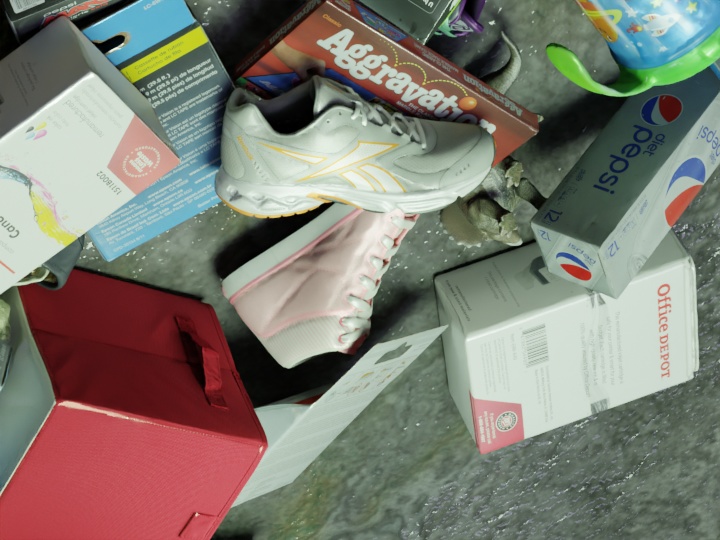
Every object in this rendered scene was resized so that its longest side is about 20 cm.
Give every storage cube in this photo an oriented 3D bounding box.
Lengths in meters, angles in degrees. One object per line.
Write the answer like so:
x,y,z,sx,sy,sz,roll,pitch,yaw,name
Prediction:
-0.205,0.123,1.770,0.179,0.171,0.200,16,122,-34,storage cube

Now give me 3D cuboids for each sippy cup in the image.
0.201,-0.224,1.696,0.139,0.178,0.130,-23,131,37,sippy cup

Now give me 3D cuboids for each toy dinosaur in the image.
0.092,-0.084,1.792,0.077,0.102,0.200,-34,127,-31,toy dinosaur

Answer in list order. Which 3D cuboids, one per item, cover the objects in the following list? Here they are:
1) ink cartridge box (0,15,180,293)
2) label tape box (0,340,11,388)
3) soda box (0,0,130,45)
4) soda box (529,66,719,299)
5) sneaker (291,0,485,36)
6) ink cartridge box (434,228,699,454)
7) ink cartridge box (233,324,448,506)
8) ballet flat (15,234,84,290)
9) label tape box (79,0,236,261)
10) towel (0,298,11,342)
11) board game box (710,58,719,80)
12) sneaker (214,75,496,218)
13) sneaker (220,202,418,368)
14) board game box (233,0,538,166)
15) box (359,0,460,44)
-0.235,-0.061,1.568,0.200,0.068,0.116,-36,140,7,ink cartridge box
-0.368,0.067,1.653,0.200,0.063,0.144,32,115,-17,label tape box
-0.146,-0.219,1.552,0.200,0.063,0.071,-22,174,-5,soda box
0.216,-0.076,1.805,0.200,0.068,0.064,-51,142,-24,soda box
0.032,-0.182,1.661,0.200,0.088,0.074,-39,157,10,sneaker
0.171,0.047,1.948,0.200,0.085,0.146,-17,135,-8,ink cartridge box
-0.038,0.103,1.862,0.200,0.057,0.162,-50,166,19,ink cartridge box
-0.283,-0.026,1.666,0.200,0.073,0.073,17,121,-39,ballet flat
-0.162,-0.117,1.653,0.144,0.063,0.200,-28,136,-1,label tape box
-0.354,0.073,1.722,0.148,0.037,0.200,26,117,-15,towel
0.351,-0.191,1.740,0.196,0.200,0.056,-34,136,7,board game box
-0.002,-0.092,1.647,0.199,0.076,0.092,-6,123,-10,sneaker
0.000,0.000,1.797,0.200,0.105,0.075,-34,170,11,sneaker
0.020,-0.121,1.682,0.200,0.019,0.103,29,130,-30,board game box
0.056,-0.273,1.530,0.124,0.149,0.200,33,114,1,box
